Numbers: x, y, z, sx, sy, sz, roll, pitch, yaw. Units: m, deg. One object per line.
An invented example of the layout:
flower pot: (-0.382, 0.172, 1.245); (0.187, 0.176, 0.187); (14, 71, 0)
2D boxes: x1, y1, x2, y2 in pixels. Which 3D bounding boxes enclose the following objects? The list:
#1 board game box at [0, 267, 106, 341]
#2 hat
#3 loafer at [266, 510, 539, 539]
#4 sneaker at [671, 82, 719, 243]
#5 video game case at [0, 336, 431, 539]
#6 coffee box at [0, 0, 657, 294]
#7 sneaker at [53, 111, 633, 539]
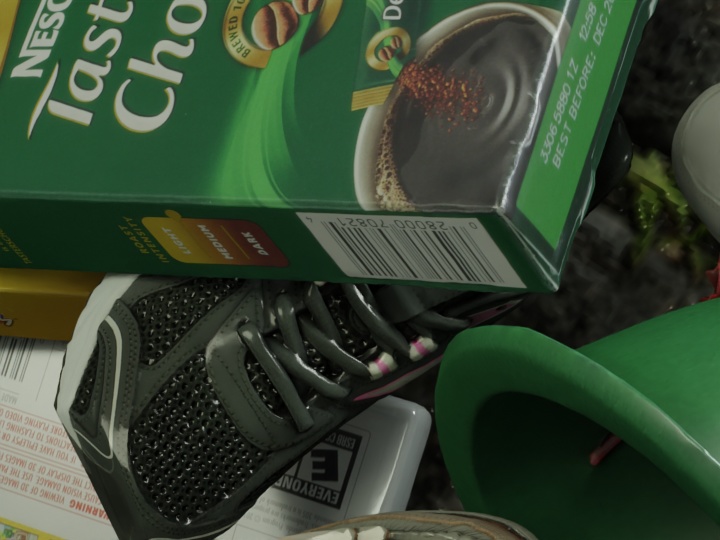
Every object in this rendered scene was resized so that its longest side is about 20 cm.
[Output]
board game box: (-0.136, -0.058, 0.907); (0.200, 0.040, 0.153); (3, 68, 0)
hat: (0.136, 0.025, 0.810); (0.166, 0.200, 0.176); (42, 68, 17)
loafer: (-0.042, 0.112, 0.833); (0.200, 0.063, 0.072); (-16, 77, 27)
sneaker: (0.170, -0.024, 0.832); (0.200, 0.099, 0.078); (19, 76, 32)
video game case: (-0.096, 0.101, 0.915); (0.200, 0.023, 0.182); (17, 87, 19)
coffee box: (-0.023, -0.058, 0.812); (0.200, 0.044, 0.123); (4, 62, 34)
sneaker: (0.000, 0.000, 0.839); (0.200, 0.080, 0.086); (-47, 23, -29)
